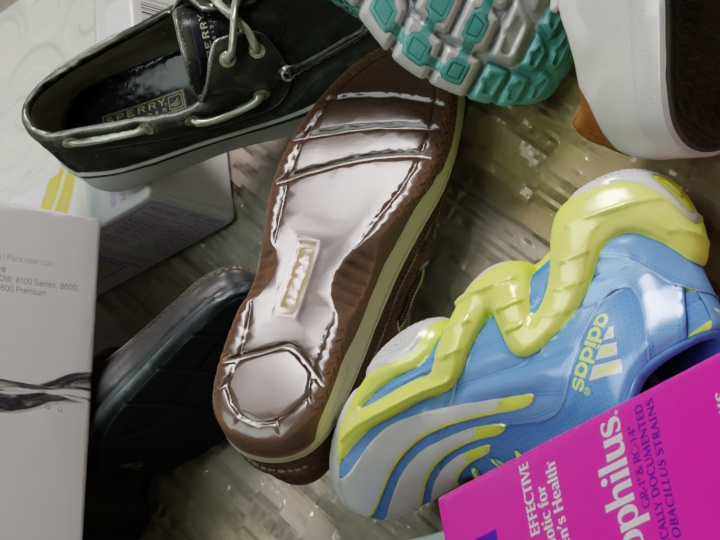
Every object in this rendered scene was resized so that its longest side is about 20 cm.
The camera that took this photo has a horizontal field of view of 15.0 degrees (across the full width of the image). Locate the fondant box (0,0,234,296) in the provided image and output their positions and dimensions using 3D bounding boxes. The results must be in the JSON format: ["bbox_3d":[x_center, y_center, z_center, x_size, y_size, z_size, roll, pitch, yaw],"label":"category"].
[{"bbox_3d":[-0.153,-0.060,1.368,0.200,0.058,0.145,-28,60,41],"label":"fondant box"}]

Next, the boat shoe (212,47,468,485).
[{"bbox_3d":[-0.006,-0.001,1.179,0.074,0.075,0.203,16,67,26],"label":"boat shoe"}]

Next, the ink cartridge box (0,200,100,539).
[{"bbox_3d":[-0.192,0.074,1.263,0.144,0.084,0.201,-9,76,56],"label":"ink cartridge box"}]

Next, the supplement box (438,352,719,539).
[{"bbox_3d":[0.136,0.098,0.975,0.200,0.103,0.102,-33,58,40],"label":"supplement box"}]

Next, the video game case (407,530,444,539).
[{"bbox_3d":[0.033,0.208,1.118,0.143,0.018,0.201,-20,65,43],"label":"video game case"}]

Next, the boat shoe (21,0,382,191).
[{"bbox_3d":[-0.058,-0.094,1.226,0.199,0.064,0.071,-25,64,15],"label":"boat shoe"}]

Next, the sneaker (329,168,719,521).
[{"bbox_3d":[0.068,0.055,1.080,0.200,0.076,0.105,-48,49,26],"label":"sneaker"}]

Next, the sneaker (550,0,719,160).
[{"bbox_3d":[0.105,-0.144,1.074,0.085,0.073,0.201,1,88,53],"label":"sneaker"}]

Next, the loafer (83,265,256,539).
[{"bbox_3d":[-0.109,0.061,1.277,0.200,0.073,0.072,-48,45,27],"label":"loafer"}]

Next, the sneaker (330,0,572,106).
[{"bbox_3d":[0.006,-0.140,1.166,0.200,0.091,0.078,36,95,1],"label":"sneaker"}]
